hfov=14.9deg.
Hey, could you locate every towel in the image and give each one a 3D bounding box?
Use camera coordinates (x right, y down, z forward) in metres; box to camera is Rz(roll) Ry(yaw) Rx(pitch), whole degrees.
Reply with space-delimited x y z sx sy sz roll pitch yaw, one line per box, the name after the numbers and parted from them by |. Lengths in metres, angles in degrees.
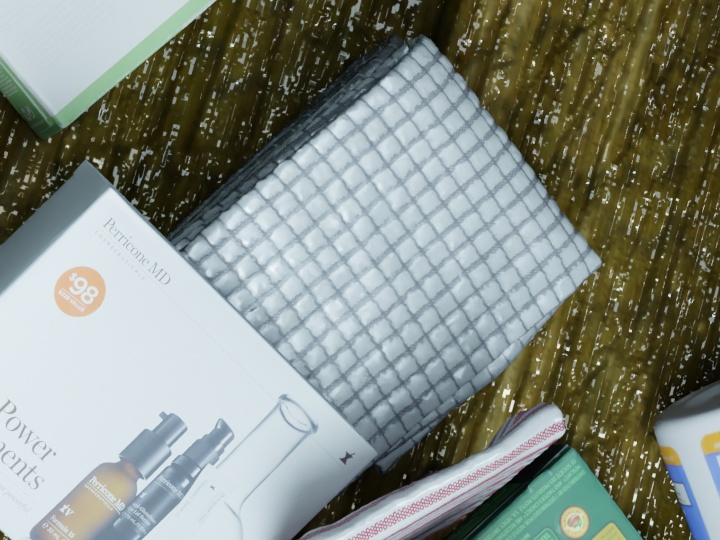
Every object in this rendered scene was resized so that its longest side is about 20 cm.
0.000 0.000 1.407 0.200 0.086 0.166 -42 108 -14 | towel
0.010 0.122 1.339 0.146 0.200 0.030 -29 81 -21 | towel

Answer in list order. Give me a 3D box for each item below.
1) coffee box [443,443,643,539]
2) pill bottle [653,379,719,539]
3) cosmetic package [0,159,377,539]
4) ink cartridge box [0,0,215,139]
0.121 0.207 1.455 0.123 0.044 0.200 -41 99 -17 | coffee box
0.241 0.153 1.470 0.112 0.112 0.200 -23 94 -21 | pill bottle
-0.112 0.070 1.293 0.151 0.052 0.200 -46 118 -3 | cosmetic package
-0.165 -0.188 1.379 0.146 0.048 0.200 -43 100 -19 | ink cartridge box
